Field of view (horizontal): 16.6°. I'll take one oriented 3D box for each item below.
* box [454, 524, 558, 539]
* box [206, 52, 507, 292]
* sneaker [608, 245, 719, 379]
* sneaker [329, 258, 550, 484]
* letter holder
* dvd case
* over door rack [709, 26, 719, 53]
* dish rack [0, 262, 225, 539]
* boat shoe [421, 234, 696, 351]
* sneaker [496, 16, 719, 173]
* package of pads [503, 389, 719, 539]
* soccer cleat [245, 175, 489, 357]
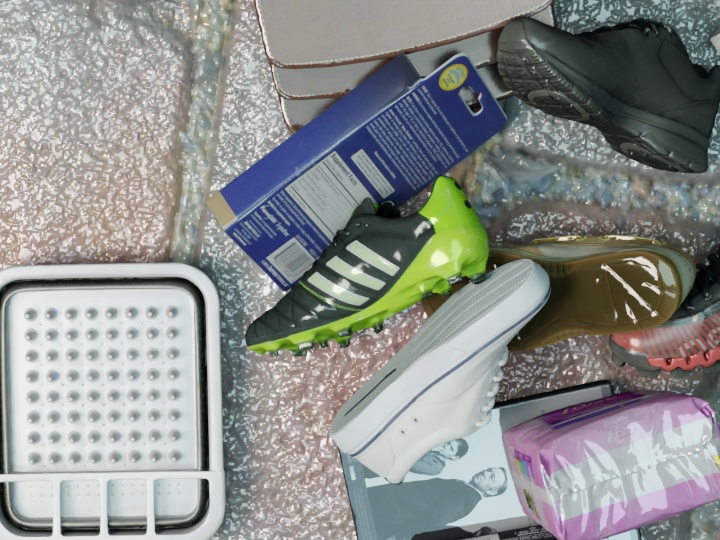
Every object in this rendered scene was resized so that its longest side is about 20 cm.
[{"bbox_3d":[0.110,0.291,1.706,0.121,0.106,0.202,-9,108,0],"label":"box"},{"bbox_3d":[0.001,-0.074,1.680,0.199,0.121,0.032,-36,62,3],"label":"box"},{"bbox_3d":[0.262,0.008,1.702,0.199,0.071,0.098,-17,124,0],"label":"sneaker"},{"bbox_3d":[0.067,0.070,1.684,0.071,0.073,0.200,40,120,-15],"label":"sneaker"},{"bbox_3d":[0.033,-0.169,1.678,0.198,0.101,0.143,-12,98,0],"label":"letter holder"},{"bbox_3d":[0.094,0.171,1.751,0.198,0.025,0.152,-12,96,0],"label":"dvd case"},{"bbox_3d":[0.362,-0.155,1.706,0.199,0.067,0.148,-31,96,16],"label":"over door rack"},{"bbox_3d":[-0.180,0.094,1.730,0.170,0.044,0.202,-1,96,0],"label":"dish rack"},{"bbox_3d":[0.138,0.013,1.698,0.199,0.066,0.075,1,103,30],"label":"boat shoe"},{"bbox_3d":[0.171,-0.137,1.674,0.199,0.076,0.091,25,83,-40],"label":"sneaker"},{"bbox_3d":[0.168,0.127,1.637,0.120,0.200,0.076,-15,90,-3],"label":"package of pads"},{"bbox_3d":[0.000,0.000,1.695,0.199,0.067,0.082,-25,76,28],"label":"soccer cleat"}]
